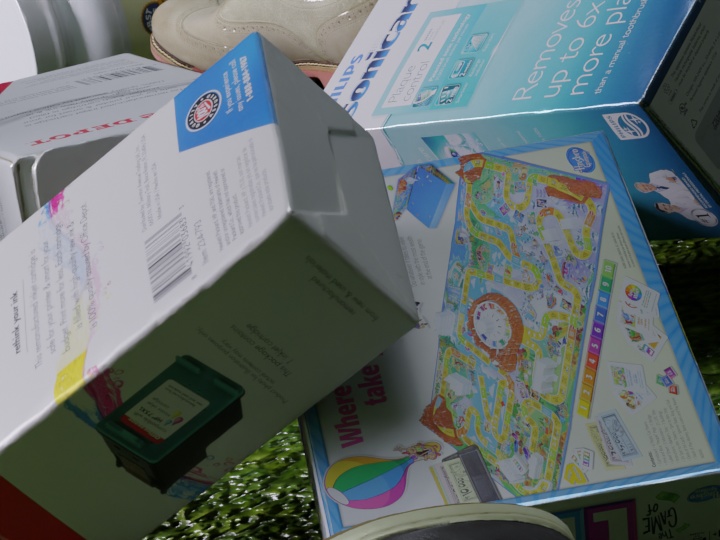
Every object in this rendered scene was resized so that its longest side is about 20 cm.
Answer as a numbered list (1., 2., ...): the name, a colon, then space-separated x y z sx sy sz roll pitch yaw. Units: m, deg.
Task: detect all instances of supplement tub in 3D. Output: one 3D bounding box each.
1. supplement tub: -0.139 -0.153 1.708 0.200 0.145 0.145 -18 18 -32

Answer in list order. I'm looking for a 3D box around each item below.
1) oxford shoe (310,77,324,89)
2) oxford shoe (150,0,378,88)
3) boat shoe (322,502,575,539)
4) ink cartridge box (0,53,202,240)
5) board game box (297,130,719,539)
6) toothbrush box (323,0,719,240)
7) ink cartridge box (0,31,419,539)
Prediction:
1. oxford shoe: -0.023 -0.083 1.487 0.071 0.071 0.200 -35 6 15
2. oxford shoe: -0.037 -0.135 1.443 0.200 0.074 0.071 5 37 42
3. boat shoe: -0.018 0.121 0.769 0.201 0.072 0.066 -15 26 -21
4. ink cartridge box: -0.132 -0.045 1.417 0.145 0.084 0.200 -15 16 -24
5. board game box: 0.042 0.029 0.991 0.134 0.034 0.200 -9 37 -3
6. toothbrush box: 0.093 -0.090 1.201 0.200 0.085 0.147 -3 49 48
7. ink cartridge box: -0.082 0.025 0.986 0.200 0.067 0.116 -38 32 18
